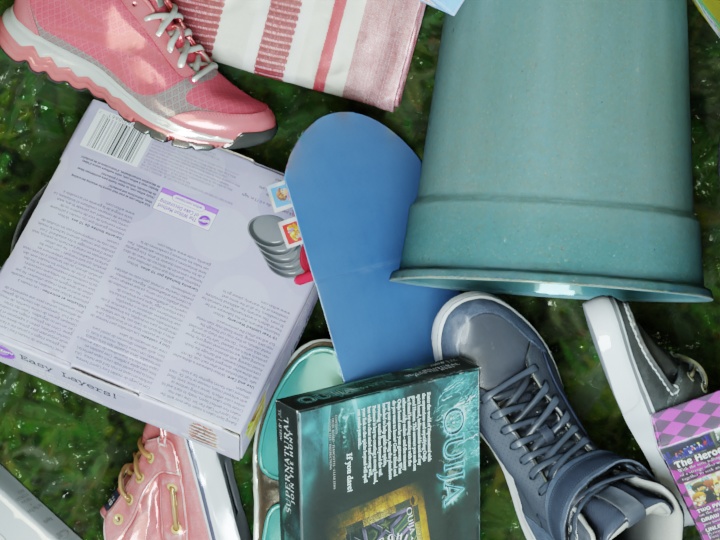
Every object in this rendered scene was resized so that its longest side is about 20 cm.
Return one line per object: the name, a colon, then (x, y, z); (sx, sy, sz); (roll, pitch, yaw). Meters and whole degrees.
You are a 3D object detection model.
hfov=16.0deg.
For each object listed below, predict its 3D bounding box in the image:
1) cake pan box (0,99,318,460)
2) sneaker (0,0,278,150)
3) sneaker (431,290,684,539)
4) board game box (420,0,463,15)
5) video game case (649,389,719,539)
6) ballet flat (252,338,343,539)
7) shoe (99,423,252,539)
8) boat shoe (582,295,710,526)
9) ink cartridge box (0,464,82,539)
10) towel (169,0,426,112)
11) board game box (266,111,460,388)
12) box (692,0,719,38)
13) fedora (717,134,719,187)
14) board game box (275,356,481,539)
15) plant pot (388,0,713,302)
cake pan box: (-0.130, 0.003, 1.658); (0.200, 0.052, 0.184); (21, 64, 6)
sneaker: (-0.140, -0.145, 1.664); (0.200, 0.074, 0.087); (26, 112, 8)
sneaker: (0.126, 0.108, 1.596); (0.077, 0.146, 0.202); (-33, 107, -12)
board game box: (0.059, -0.267, 1.590); (0.037, 0.151, 0.200); (35, 88, -40)
video game case: (0.301, 0.123, 1.594); (0.200, 0.036, 0.181); (-21, 131, 11)
ballet flat: (-0.037, 0.143, 1.690); (0.069, 0.069, 0.200); (8, 91, 9)
shoe: (-0.133, 0.134, 1.701); (0.091, 0.071, 0.200); (-13, 97, 5)
boat shoe: (0.193, 0.081, 1.610); (0.057, 0.069, 0.200); (-24, 130, 7)
ink cartridge box: (-0.255, 0.259, 1.747); (0.174, 0.044, 0.200); (42, 100, 5)
towel: (-0.052, -0.199, 1.687); (0.200, 0.023, 0.144); (16, 99, 9)
board game box: (0.000, 0.000, 1.634); (0.039, 0.158, 0.200); (-17, 89, 34)
box: (0.259, -0.182, 1.546); (0.117, 0.200, 0.048); (-31, 109, 7)
fedora: (0.280, -0.078, 1.590); (0.092, 0.201, 0.201); (7, 97, 41)
board game box: (0.014, 0.162, 1.583); (0.135, 0.028, 0.200); (-12, 111, -31)
plant pot: (0.122, -0.084, 1.590); (0.200, 0.200, 0.196); (2, 87, 9)
